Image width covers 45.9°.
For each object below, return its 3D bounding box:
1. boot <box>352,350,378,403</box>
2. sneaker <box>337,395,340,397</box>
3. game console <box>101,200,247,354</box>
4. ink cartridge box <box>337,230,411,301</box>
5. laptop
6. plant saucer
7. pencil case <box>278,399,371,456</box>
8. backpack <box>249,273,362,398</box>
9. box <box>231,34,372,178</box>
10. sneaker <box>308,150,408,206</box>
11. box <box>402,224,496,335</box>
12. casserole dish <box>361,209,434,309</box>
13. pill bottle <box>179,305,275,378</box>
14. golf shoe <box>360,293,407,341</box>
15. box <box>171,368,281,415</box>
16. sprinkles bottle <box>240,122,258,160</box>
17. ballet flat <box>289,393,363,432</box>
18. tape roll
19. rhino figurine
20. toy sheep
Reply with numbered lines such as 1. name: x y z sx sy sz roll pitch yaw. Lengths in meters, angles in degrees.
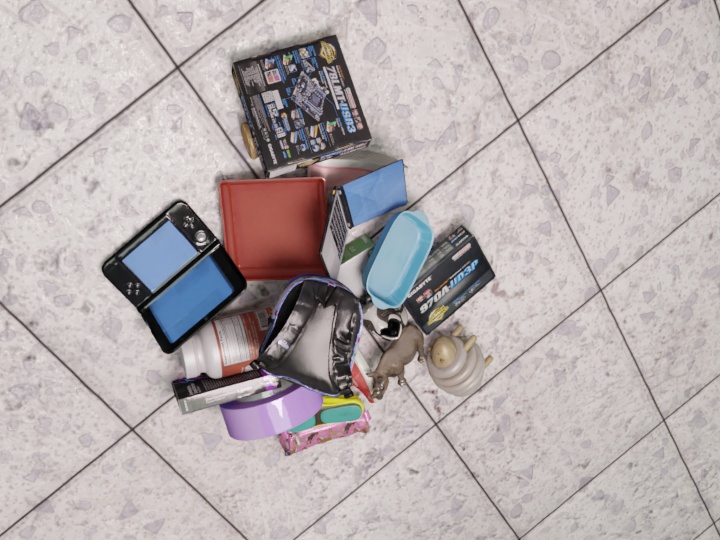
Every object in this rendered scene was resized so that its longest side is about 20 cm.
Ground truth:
1. boot: -0.050 0.223 1.781 0.143 0.072 0.202 -33 114 -4
2. sneaker: -0.050 0.169 1.680 0.072 0.081 0.204 -5 118 -11
3. game console: -0.336 0.011 1.533 0.199 0.117 0.177 -39 122 -1
4. ink cartridge box: 0.000 0.000 1.700 0.198 0.059 0.105 -32 122 -6
5. laptop: 0.009 -0.081 1.565 0.113 0.188 0.204 9 71 10
6. plant saucer: -0.156 -0.081 1.583 0.195 0.037 0.204 -2 116 0
7. pencil case: -0.078 0.329 1.806 0.196 0.087 0.084 -13 125 -17
8. backpack: -0.081 0.106 1.541 0.196 0.154 0.194 20 101 -14
9. box: -0.102 -0.286 1.473 0.195 0.050 0.204 -19 85 -14
10. sneaker: -0.010 -0.168 1.611 0.196 0.076 0.107 2 115 -20
11. box: 0.175 0.022 1.771 0.199 0.046 0.159 -39 137 -2
12. casserole dish: 0.068 -0.025 1.647 0.120 0.038 0.203 30 85 -42
13. pill bottle: -0.246 0.142 1.634 0.196 0.112 0.115 -12 118 -16
14. golf shoe: 0.054 0.109 1.723 0.078 0.095 0.199 -43 154 14
15. box: -0.261 0.221 1.646 0.196 0.143 0.037 -12 100 -16
16. sprinkles bottle: -0.113 -0.259 1.527 0.196 0.068 0.070 -20 120 -12
17. ballet flat: -0.091 0.285 1.748 0.195 0.067 0.068 -6 122 -6
18. tape roll: -0.173 0.255 1.660 0.196 0.200 0.067 -19 102 -13
19. rhino figurine: 0.071 0.194 1.776 0.200 0.059 0.089 -46 137 -31
20. toy sheep: 0.213 0.206 1.848 0.138 0.138 0.200 -42 128 1
